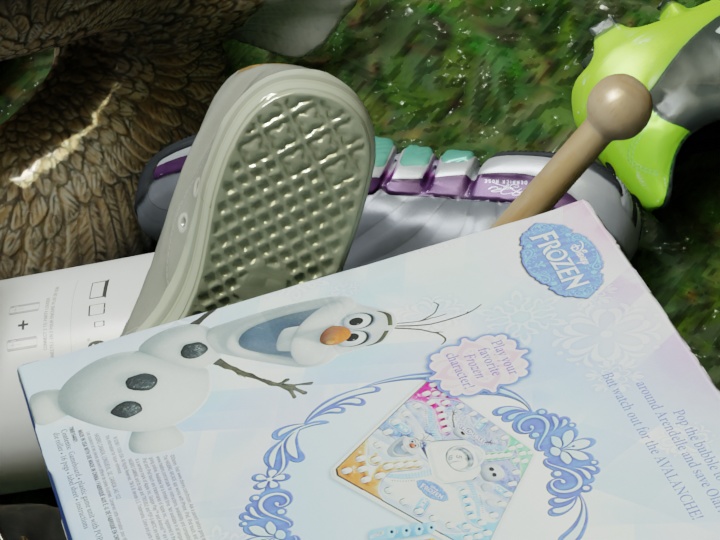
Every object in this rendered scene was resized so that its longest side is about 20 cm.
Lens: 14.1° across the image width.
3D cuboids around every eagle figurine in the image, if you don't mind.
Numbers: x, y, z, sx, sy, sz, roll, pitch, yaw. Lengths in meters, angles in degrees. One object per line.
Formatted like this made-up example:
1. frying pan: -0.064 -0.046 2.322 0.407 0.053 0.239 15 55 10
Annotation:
1. eagle figurine: -0.110 -0.087 1.134 0.151 0.152 0.200 -38 16 46

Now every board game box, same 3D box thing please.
1. board game box: 0.011 0.067 0.884 0.198 0.044 0.200 -17 33 -7

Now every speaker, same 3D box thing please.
1. speaker: -0.146 0.045 1.084 0.199 0.081 0.082 -10 52 13

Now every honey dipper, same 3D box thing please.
1. honey dipper: 0.034 0.009 1.015 0.200 0.038 0.038 -48 47 18

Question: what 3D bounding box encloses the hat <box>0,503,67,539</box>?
1. hat: -0.117 0.132 0.982 0.081 0.201 0.201 -7 41 -33

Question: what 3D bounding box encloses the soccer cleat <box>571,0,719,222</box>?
1. soccer cleat: 0.175 -0.084 1.081 0.199 0.068 0.081 -26 73 -5

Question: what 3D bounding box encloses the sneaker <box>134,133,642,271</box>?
1. sneaker: 0.000 0.000 1.072 0.199 0.074 0.088 3 64 24

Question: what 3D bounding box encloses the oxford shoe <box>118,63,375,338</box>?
1. oxford shoe: -0.047 0.016 0.996 0.075 0.201 0.058 15 23 -17
